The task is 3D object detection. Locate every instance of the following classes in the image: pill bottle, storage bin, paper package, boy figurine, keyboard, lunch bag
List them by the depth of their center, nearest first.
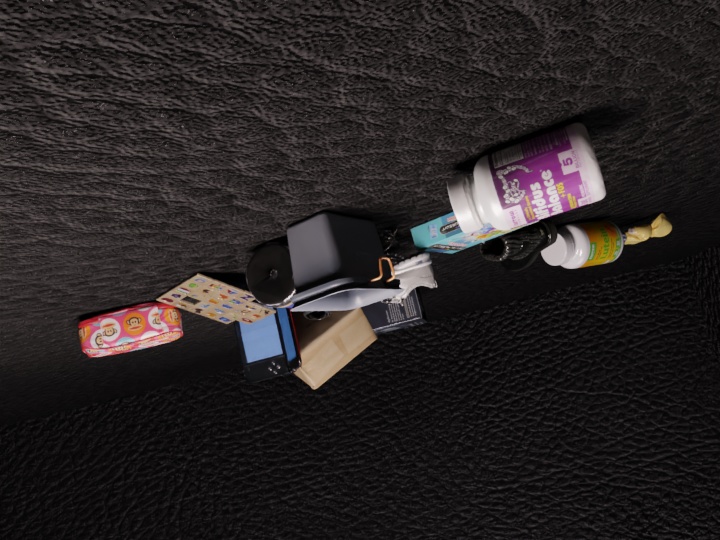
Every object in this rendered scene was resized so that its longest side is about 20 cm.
[{"bbox_3d":[0.228,-0.121,0.904,0.199,0.113,0.112,-19,168,19],"label":"pill bottle"},{"bbox_3d":[-0.025,-0.017,1.048,0.145,0.135,0.200,-20,168,30],"label":"storage bin"},{"bbox_3d":[-0.105,0.012,1.154,0.111,0.112,0.200,-19,168,23],"label":"pill bottle"},{"bbox_3d":[0.026,-0.028,1.243,0.127,0.021,0.200,-37,163,1],"label":"keyboard"},{"bbox_3d":[-0.472,0.128,1.344,0.199,0.082,0.176,-12,169,-16],"label":"lunch bag"},{"bbox_3d":[-0.094,0.154,1.509,0.200,0.104,0.190,-38,-152,-19],"label":"paper package"},{"bbox_3d":[0.550,-0.064,1.613,0.199,0.112,0.111,-8,168,-31],"label":"pill bottle"},{"bbox_3d":[0.766,-0.106,1.808,0.199,0.065,0.124,-18,168,17],"label":"boy figurine"}]

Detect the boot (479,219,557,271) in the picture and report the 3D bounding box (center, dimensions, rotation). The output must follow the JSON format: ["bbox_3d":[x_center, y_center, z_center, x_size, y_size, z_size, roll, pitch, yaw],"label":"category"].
[{"bbox_3d":[0.341,-0.047,1.503,0.157,0.080,0.211,-17,160,-23],"label":"boot"}]

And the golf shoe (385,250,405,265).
[{"bbox_3d":[0.000,0.000,1.382,0.199,0.078,0.094,-13,-169,-12],"label":"golf shoe"}]

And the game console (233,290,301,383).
[{"bbox_3d":[-0.202,0.122,1.349,0.171,0.201,0.119,-16,168,12],"label":"game console"}]

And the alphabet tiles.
[{"bbox_3d":[-0.276,0.064,1.276,0.199,0.008,0.167,24,146,-36],"label":"alphabet tiles"}]

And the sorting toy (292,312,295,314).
[{"bbox_3d":[-0.166,0.112,1.695,0.199,0.070,0.199,-7,167,-31],"label":"sorting toy"}]

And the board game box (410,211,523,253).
[{"bbox_3d":[0.221,-0.087,1.242,0.199,0.047,0.151,-22,167,33],"label":"board game box"}]

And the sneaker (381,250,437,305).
[{"bbox_3d":[0.052,0.037,1.234,0.199,0.082,0.075,-24,-178,12],"label":"sneaker"}]

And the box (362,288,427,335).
[{"bbox_3d":[0.087,0.120,1.938,0.199,0.118,0.197,-15,169,8],"label":"box"}]

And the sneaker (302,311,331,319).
[{"bbox_3d":[-0.093,0.065,1.467,0.070,0.100,0.200,-19,170,17],"label":"sneaker"}]
